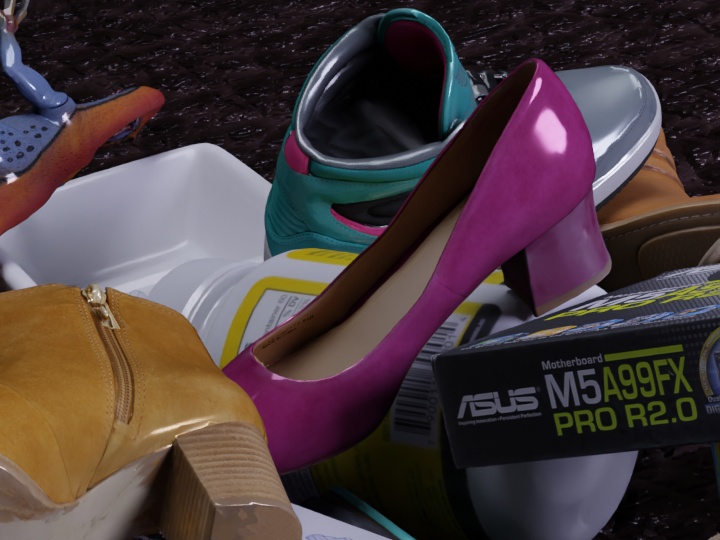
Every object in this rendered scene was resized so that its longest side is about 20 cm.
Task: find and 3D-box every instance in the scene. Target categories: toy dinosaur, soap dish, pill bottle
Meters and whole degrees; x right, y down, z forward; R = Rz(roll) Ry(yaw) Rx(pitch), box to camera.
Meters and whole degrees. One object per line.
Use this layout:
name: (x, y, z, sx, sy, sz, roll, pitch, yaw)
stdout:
toy dinosaur: (-0.163, -0.043, 1.379, 0.181, 0.105, 0.200, -10, 55, -29)
soap dish: (-0.099, 0.014, 1.363, 0.157, 0.081, 0.200, -18, 23, -17)
pill bottle: (0.006, 0.050, 1.181, 0.200, 0.115, 0.114, 7, 28, 38)

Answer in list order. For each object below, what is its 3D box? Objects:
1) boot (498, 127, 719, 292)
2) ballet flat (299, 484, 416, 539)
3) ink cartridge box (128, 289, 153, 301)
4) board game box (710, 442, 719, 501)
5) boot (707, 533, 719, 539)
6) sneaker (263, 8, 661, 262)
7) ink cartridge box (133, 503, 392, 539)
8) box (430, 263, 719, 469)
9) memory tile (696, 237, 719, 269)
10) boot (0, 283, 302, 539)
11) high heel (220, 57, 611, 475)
boot: (0.141, -0.023, 1.351, 0.199, 0.077, 0.155, -17, 24, 20)
ballet flat: (0.035, 0.140, 1.027, 0.073, 0.073, 0.200, -27, 33, -34)
ink cartridge box: (-0.148, 0.101, 1.149, 0.200, 0.039, 0.100, -44, 11, 23)
board game box: (0.190, 0.123, 0.928, 0.103, 0.105, 0.200, -13, 21, -1)
boot: (0.097, 0.169, 0.775, 0.200, 0.072, 0.167, -39, 34, 31)
sneaker: (0.046, -0.069, 1.253, 0.200, 0.121, 0.084, -25, 57, -17)
ink cartridge box: (-0.025, 0.135, 1.008, 0.044, 0.094, 0.200, -11, 17, -40)
box: (0.150, 0.023, 1.002, 0.200, 0.044, 0.160, -9, 6, 41)
memory tile: (0.202, -0.004, 1.205, 0.200, 0.153, 0.017, -24, 66, -30)
boot: (-0.127, 0.055, 0.972, 0.201, 0.071, 0.144, 3, 28, -29)
high heel: (0.000, 0.000, 1.059, 0.200, 0.096, 0.067, -32, 35, -18)
